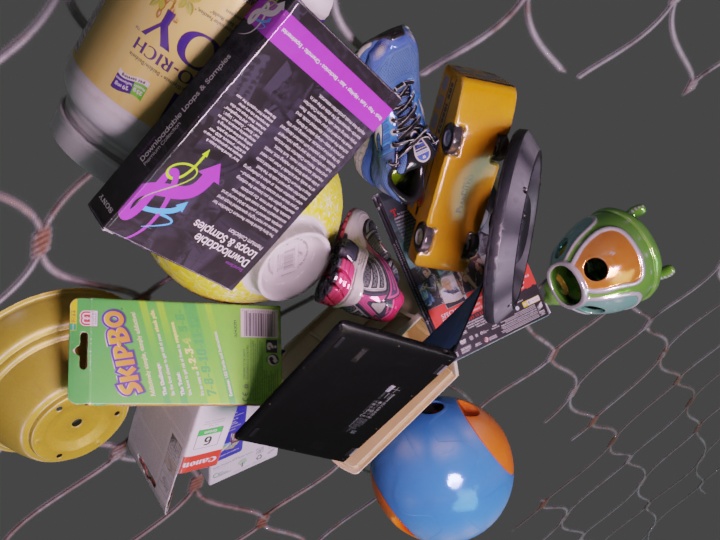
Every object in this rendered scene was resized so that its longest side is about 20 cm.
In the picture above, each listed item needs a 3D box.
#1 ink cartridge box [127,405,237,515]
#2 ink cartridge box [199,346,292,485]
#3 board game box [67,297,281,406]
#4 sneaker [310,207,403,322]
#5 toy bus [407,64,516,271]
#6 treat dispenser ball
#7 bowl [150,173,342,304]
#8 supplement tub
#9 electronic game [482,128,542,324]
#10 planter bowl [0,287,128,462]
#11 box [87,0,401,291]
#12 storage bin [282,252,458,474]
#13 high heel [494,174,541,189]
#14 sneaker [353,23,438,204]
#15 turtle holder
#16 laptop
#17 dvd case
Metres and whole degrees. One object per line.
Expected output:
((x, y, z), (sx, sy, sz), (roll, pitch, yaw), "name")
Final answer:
((-0.185, 0.147, 1.040), (0.050, 0.109, 0.201), (-8, 133, -37), "ink cartridge box")
((-0.138, 0.161, 1.162), (0.099, 0.039, 0.201), (-18, 140, -31), "ink cartridge box")
((-0.169, 0.077, 0.921), (0.199, 0.096, 0.030), (4, 167, -27), "board game box")
((0.000, 0.000, 0.998), (0.074, 0.200, 0.081), (26, 110, -8), "sneaker")
((0.099, -0.103, 1.032), (0.065, 0.078, 0.201), (7, 112, -21), "toy bus")
((0.112, 0.275, 1.382), (0.200, 0.201, 0.201), (-25, 142, -22), "treat dispenser ball")
((-0.089, -0.034, 0.942), (0.199, 0.108, 0.201), (-26, 142, -22), "bowl")
((-0.128, -0.161, 0.738), (0.145, 0.145, 0.200), (14, 117, -50), "supplement tub")
((0.152, -0.044, 1.018), (0.200, 0.041, 0.201), (10, 90, -76), "electronic game")
((-0.281, 0.119, 0.941), (0.200, 0.083, 0.201), (-26, 141, -23), "planter bowl")
((-0.078, -0.086, 0.709), (0.200, 0.036, 0.143), (-49, 144, 6), "box")
((0.010, 0.116, 1.173), (0.198, 0.094, 0.200), (-42, 150, -18), "storage bin")
((0.146, -0.037, 1.214), (0.200, 0.071, 0.143), (-41, 156, -5), "high heel")
((0.042, -0.146, 0.965), (0.078, 0.089, 0.200), (-29, 143, -19), "sneaker")
((0.315, -0.009, 1.352), (0.131, 0.185, 0.142), (-27, 110, -21), "turtle holder")
((0.003, 0.086, 0.963), (0.199, 0.116, 0.187), (18, 131, -32), "laptop")
((0.113, -0.015, 1.103), (0.146, 0.201, 0.022), (-23, 180, -25), "dvd case")
